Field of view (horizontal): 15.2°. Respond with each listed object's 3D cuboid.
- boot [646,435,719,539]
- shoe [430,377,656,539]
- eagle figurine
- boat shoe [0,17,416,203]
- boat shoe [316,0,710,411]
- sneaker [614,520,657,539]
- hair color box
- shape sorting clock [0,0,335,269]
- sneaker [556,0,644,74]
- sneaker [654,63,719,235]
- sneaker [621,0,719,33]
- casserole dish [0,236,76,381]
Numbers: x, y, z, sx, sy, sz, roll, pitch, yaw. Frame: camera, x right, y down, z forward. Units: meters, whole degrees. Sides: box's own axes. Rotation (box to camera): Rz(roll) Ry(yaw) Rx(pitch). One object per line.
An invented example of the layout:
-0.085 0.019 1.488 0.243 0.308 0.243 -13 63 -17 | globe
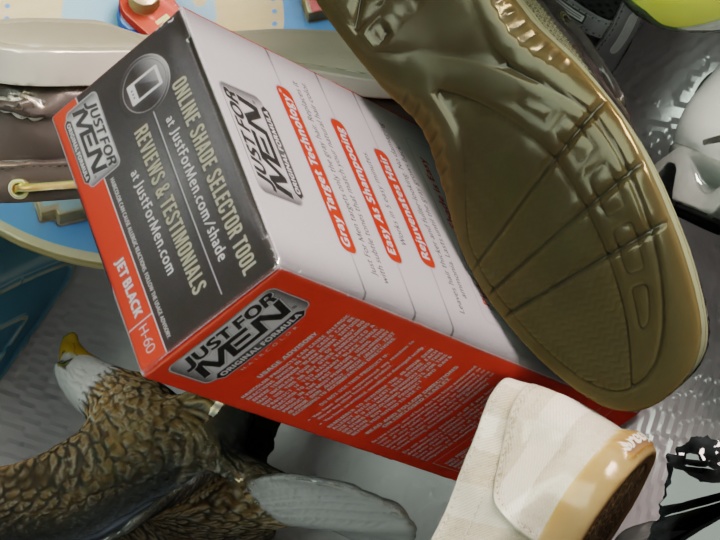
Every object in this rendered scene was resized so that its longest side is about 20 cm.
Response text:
0.131 0.083 0.759 0.073 0.162 0.199 -26 61 27 | boot
0.028 0.125 0.866 0.053 0.070 0.201 31 109 13 | shoe
-0.090 0.078 0.951 0.200 0.152 0.151 -42 14 0 | eagle figurine
-0.040 -0.051 0.938 0.072 0.199 0.060 -142 56 -63 | boat shoe
0.056 -0.048 0.866 0.072 0.066 0.201 -41 73 26 | boat shoe
0.057 0.180 0.844 0.115 0.076 0.201 -10 70 38 | sneaker
0.000 0.000 0.864 0.061 0.200 0.102 -37 56 23 | hair color box
-0.081 -0.094 0.999 0.199 0.039 0.201 3 65 -7 | shape sorting clock
0.047 -0.145 0.950 0.077 0.078 0.201 -47 61 40 | sneaker
0.176 -0.030 0.820 0.200 0.074 0.089 27 91 41 | sneaker
0.145 -0.158 0.831 0.200 0.090 0.078 -46 61 14 | sneaker
-0.164 0.028 1.012 0.039 0.200 0.121 38 107 7 | casserole dish
